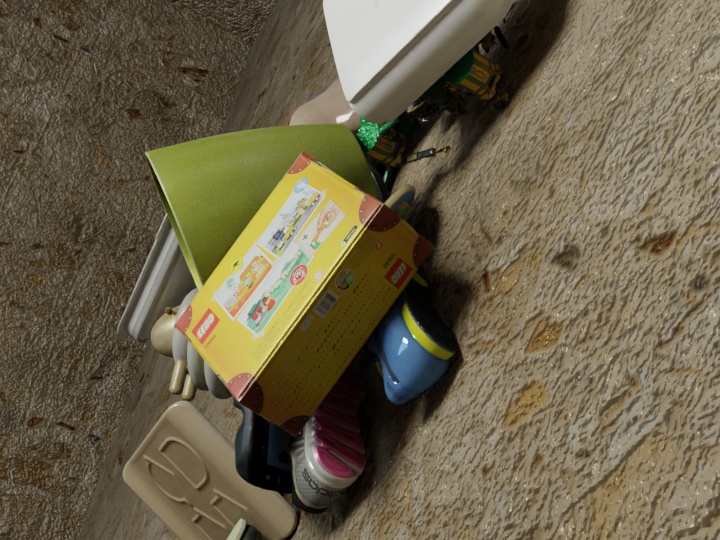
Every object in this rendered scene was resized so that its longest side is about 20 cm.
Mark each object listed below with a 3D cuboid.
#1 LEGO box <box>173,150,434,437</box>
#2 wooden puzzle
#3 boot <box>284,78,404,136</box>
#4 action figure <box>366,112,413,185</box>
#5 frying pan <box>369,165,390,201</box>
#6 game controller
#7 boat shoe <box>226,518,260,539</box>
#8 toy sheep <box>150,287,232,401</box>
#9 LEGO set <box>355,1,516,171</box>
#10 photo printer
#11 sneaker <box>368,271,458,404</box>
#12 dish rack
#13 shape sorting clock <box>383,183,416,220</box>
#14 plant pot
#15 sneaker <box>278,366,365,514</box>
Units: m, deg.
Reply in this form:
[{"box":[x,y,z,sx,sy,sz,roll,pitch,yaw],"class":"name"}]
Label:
[{"box":[-0.054,0.015,0.845,0.201,0.077,0.149,-53,39,0],"class":"LEGO box"},{"box":[-0.168,0.245,1.091,0.046,0.185,0.200,-44,-2,-44],"class":"wooden puzzle"},{"box":[-0.005,-0.180,1.122,0.144,0.071,0.202,-11,44,28],"class":"boot"},{"box":[0.012,-0.122,1.202,0.118,0.054,0.203,-14,57,70],"class":"action figure"},{"box":[-0.011,-0.072,1.144,0.189,0.030,0.117,2,103,64],"class":"frying pan"},{"box":[-0.087,0.166,0.970,0.200,0.041,0.106,61,-158,-72],"class":"game controller"},{"box":[-0.145,0.366,1.027,0.074,0.062,0.204,172,118,-84],"class":"boat shoe"},{"box":[-0.137,0.082,1.068,0.138,0.196,0.141,9,-90,-82],"class":"toy sheep"},{"box":[0.086,-0.187,0.994,0.199,0.115,0.156,-40,48,33],"class":"LEGO set"},{"box":[0.055,-0.260,0.911,0.199,0.069,0.169,-38,48,33],"class":"photo printer"},{"box":[0.030,0.045,0.871,0.079,0.065,0.201,-52,21,17],"class":"sneaker"},{"box":[-0.196,-0.005,1.146,0.202,0.043,0.171,-61,-13,22],"class":"dish rack"},{"box":[0.000,0.000,0.988,0.202,0.039,0.200,-57,-5,-7],"class":"shape sorting clock"},{"box":[-0.090,-0.066,0.979,0.187,0.197,0.190,157,90,-79],"class":"plant pot"},{"box":[-0.042,0.158,0.950,0.088,0.073,0.201,-58,19,25],"class":"sneaker"}]
